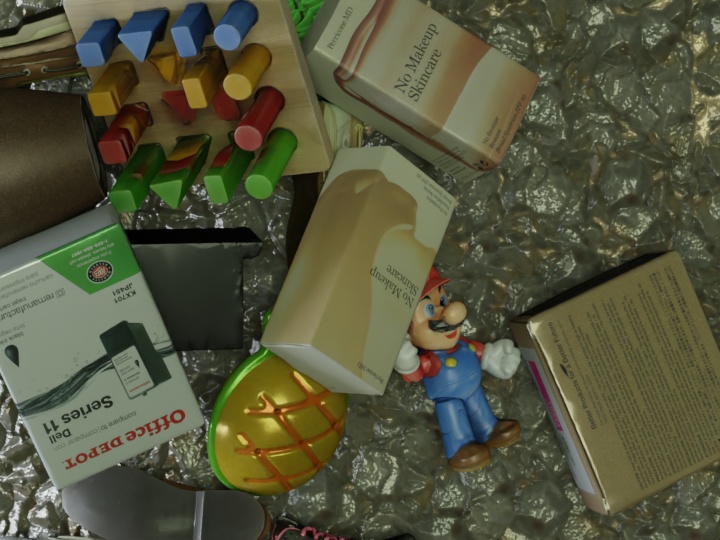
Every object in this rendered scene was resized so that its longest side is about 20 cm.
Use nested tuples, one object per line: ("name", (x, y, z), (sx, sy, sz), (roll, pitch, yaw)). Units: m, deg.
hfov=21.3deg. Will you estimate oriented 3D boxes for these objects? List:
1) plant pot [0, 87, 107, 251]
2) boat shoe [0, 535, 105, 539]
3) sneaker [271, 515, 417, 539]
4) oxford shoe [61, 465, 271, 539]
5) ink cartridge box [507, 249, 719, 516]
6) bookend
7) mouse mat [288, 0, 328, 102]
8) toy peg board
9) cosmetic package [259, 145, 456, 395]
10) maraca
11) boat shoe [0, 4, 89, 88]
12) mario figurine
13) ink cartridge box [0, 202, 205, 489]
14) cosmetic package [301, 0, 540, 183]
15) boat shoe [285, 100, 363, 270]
("plant pot", (-0.329, -0.085, 1.670), (0.200, 0.187, 0.187), (-13, 95, -1))
("boat shoe", (-0.268, 0.276, 1.765), (0.200, 0.066, 0.072), (-1, 97, 16))
("sneaker", (-0.044, 0.269, 1.787), (0.200, 0.079, 0.096), (-17, 83, -5))
("oxford shoe", (-0.179, 0.226, 1.772), (0.200, 0.071, 0.071), (10, 80, 12))
("ink cartridge box", (0.253, 0.103, 1.787), (0.165, 0.075, 0.200), (-24, 95, -11))
("bookend", (-0.192, 0.065, 1.746), (0.200, 0.092, 0.199), (-2, 100, -11))
("mouse mat", (-0.085, -0.218, 1.754), (0.200, 0.008, 0.161), (-25, 102, -15))
("toy peg board", (-0.151, -0.146, 1.661), (0.200, 0.098, 0.199), (-5, 123, 19))
("cosmetic package", (0.000, 0.000, 1.694), (0.105, 0.071, 0.200), (35, 67, -38))
("maraca", (-0.066, 0.116, 1.746), (0.137, 0.107, 0.200), (15, 104, -36))
("boat shoe", (-0.330, -0.181, 1.727), (0.200, 0.072, 0.068), (-16, 108, 5))
("mario figurine", (0.087, 0.081, 1.760), (0.106, 0.123, 0.200), (-24, 100, 9))
("ink cartridge box", (-0.237, 0.066, 1.638), (0.146, 0.083, 0.200), (-25, 110, -7))
("cosmetic package", (0.048, -0.177, 1.732), (0.200, 0.087, 0.103), (29, 72, -12))
("boat shoe", (-0.024, -0.057, 1.763), (0.066, 0.074, 0.200), (-2, 97, -35))
